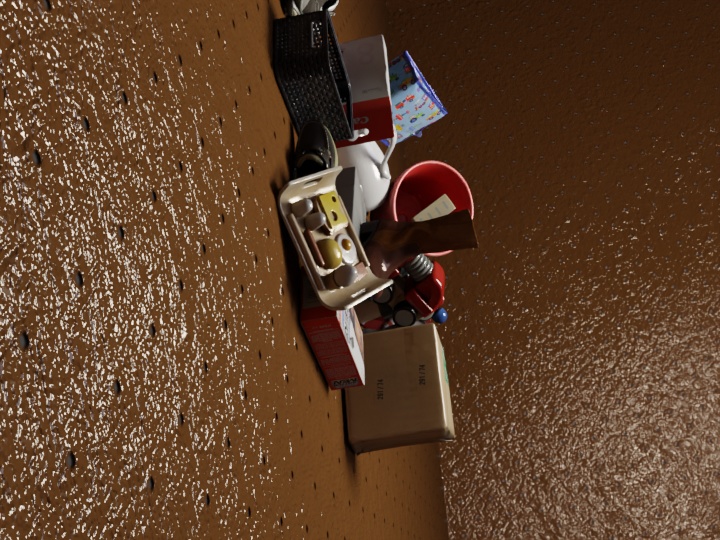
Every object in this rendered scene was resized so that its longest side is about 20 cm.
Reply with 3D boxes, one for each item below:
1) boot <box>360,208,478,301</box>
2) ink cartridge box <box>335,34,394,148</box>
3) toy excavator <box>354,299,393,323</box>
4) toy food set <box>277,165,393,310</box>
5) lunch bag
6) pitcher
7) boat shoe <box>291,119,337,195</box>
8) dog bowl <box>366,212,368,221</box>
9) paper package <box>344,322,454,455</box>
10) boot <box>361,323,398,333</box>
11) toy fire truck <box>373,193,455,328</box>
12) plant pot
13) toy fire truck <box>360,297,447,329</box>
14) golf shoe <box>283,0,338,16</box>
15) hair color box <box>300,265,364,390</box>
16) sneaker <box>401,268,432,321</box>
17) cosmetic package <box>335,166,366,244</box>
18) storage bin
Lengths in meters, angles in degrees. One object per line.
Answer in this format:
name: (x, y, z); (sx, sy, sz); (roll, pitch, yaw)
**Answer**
boot: (0.098, -0.027, 1.394); (0.189, 0.197, 0.069); (-82, 165, -57)
ink cartridge box: (-0.024, -0.329, 1.544); (0.057, 0.160, 0.202); (63, 20, -60)
toy excavator: (0.000, 0.000, 1.664); (0.194, 0.099, 0.203); (-43, 116, -82)
toy food set: (-0.031, -0.051, 1.255); (0.143, 0.060, 0.202); (-27, 95, -53)
lunch bag: (0.088, -0.337, 1.762); (0.200, 0.149, 0.095); (38, 28, -53)
pitcher: (0.010, -0.219, 1.669); (0.121, 0.170, 0.202); (-44, 132, -38)
boat shoe: (-0.074, -0.167, 1.347); (0.065, 0.072, 0.202); (77, 8, -61)
dog bowl: (-0.007, -0.118, 1.843); (0.112, 0.049, 0.203); (53, 30, -73)
paper package: (0.067, 0.217, 1.527); (0.104, 0.188, 0.203); (67, 16, -64)
boot: (0.055, 0.184, 1.677); (0.201, 0.130, 0.070); (72, 12, -48)
toy fire truck: (0.105, -0.026, 1.531); (0.176, 0.199, 0.129); (45, 27, -16)
plant pot: (0.118, -0.121, 1.800); (0.177, 0.198, 0.203); (167, -85, -66)
toy fire truck: (0.094, 0.078, 1.787); (0.168, 0.200, 0.112); (44, -4, 7)
golf shoe: (-0.081, -0.478, 1.547); (0.200, 0.093, 0.079); (-32, 112, -83)
hair color box: (-0.043, 0.091, 1.342); (0.201, 0.063, 0.112); (73, 11, -50)
sneaker: (0.080, 0.013, 1.693); (0.202, 0.075, 0.079); (67, -16, -1)
cosmetic package: (-0.038, -0.087, 1.484); (0.201, 0.089, 0.108); (-91, 170, -55)
storage bin: (-0.077, -0.323, 1.421); (0.201, 0.092, 0.137); (68, 16, -56)
